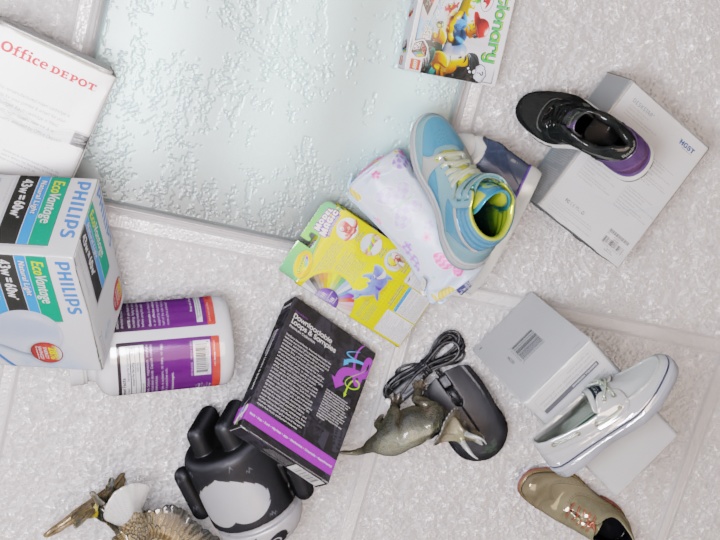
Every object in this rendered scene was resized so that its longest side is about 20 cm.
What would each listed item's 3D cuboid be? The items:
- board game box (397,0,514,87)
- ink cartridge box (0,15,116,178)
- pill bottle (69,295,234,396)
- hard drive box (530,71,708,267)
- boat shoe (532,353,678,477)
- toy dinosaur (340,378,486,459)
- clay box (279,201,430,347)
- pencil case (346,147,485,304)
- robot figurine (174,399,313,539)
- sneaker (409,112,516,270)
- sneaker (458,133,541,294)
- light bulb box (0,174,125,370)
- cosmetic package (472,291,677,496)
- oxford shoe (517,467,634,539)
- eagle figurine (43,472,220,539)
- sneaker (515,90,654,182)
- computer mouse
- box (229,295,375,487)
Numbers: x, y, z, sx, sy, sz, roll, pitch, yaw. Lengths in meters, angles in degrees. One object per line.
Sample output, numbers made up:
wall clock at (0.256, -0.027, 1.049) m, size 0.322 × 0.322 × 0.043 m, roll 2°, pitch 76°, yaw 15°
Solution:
board game box at (0.128, -0.339, 1.449) m, size 0.125 × 0.035 × 0.201 m, roll 7°, pitch 105°, yaw -17°
ink cartridge box at (-0.387, -0.171, 1.342) m, size 0.146 × 0.083 × 0.201 m, roll 23°, pitch 100°, yaw -20°
pill bottle at (-0.259, 0.094, 1.441) m, size 0.198 × 0.112 × 0.113 m, roll -4°, pitch 108°, yaw -12°
hard drive box at (0.335, -0.133, 1.542) m, size 0.156 × 0.077 × 0.200 m, roll 35°, pitch 96°, yaw -21°
boat shoe at (0.296, 0.166, 1.409) m, size 0.200 × 0.074 × 0.067 m, roll -45°, pitch 114°, yaw 3°
toy dinosaur at (0.060, 0.204, 1.528) m, size 0.199 × 0.102 × 0.077 m, roll -12°, pitch 111°, yaw 5°
clay box at (0.000, 0.000, 1.513) m, size 0.199 × 0.048 × 0.115 m, roll 33°, pitch 96°, yaw -20°
pencil case at (0.070, -0.055, 1.466) m, size 0.091 × 0.083 × 0.200 m, roll -37°, pitch 92°, yaw 13°
robot figurine at (-0.153, 0.271, 1.514) m, size 0.124 × 0.150 × 0.201 m, roll -33°, pitch 113°, yaw -28°
sneaker at (0.127, -0.111, 1.381) m, size 0.079 × 0.131 × 0.201 m, roll -16°, pitch 81°, yaw -20°
sneaker at (0.131, -0.082, 1.518) m, size 0.146 × 0.081 × 0.201 m, roll 28°, pitch 117°, yaw 1°
light bulb box at (-0.386, 0.002, 1.308) m, size 0.198 × 0.125 × 0.199 m, roll 3°, pitch 138°, yaw 3°
cosmetic package at (0.283, 0.160, 1.552) m, size 0.123 × 0.199 × 0.200 m, roll -43°, pitch 112°, yaw 1°
oxford shoe at (0.318, 0.344, 1.685) m, size 0.199 × 0.075 × 0.071 m, roll 25°, pitch 100°, yaw -20°
eagle figurine at (-0.277, 0.361, 1.500) m, size 0.152 × 0.151 × 0.200 m, roll -41°, pitch 84°, yaw 15°
sneaker at (0.269, -0.186, 1.445) m, size 0.087 × 0.199 × 0.076 m, roll 28°, pitch 92°, yaw -55°
computer mouse at (0.136, 0.194, 1.604) m, size 0.138 × 0.053 × 0.200 m, roll -40°, pitch 112°, yaw -1°
box at (-0.069, 0.152, 1.487) m, size 0.143 × 0.036 × 0.201 m, roll 37°, pitch 55°, yaw -21°
